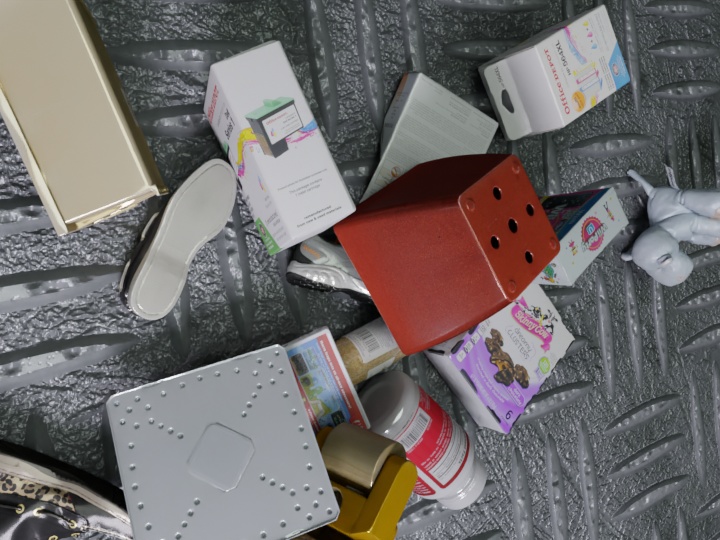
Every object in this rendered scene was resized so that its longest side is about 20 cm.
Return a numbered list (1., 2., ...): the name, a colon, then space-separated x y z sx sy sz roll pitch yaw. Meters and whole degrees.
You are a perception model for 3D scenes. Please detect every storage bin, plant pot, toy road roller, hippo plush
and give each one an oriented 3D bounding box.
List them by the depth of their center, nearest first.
1. storage bin: -0.273 -0.151 0.618 0.093 0.198 0.202 -23 102 -11
2. toy road roller: -0.010 0.296 0.735 0.201 0.122 0.146 -61 140 -22
3. plant pot: 0.124 -0.037 0.792 0.199 0.176 0.201 -37 102 -37
4. hippo plush: 0.564 -0.064 1.125 0.200 0.159 0.162 40 71 -25

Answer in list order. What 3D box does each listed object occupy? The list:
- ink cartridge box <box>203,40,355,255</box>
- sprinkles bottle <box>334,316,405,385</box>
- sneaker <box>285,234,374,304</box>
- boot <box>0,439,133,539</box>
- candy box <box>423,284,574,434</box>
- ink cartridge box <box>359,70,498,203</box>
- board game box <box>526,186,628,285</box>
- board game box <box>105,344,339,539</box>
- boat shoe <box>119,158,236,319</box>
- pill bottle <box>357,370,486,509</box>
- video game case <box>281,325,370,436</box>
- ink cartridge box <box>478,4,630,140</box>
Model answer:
1. ink cartridge box: -0.099 -0.132 0.725 0.083 0.145 0.201 -25 92 -18
2. sprinkles bottle: 0.029 0.099 0.866 0.199 0.068 0.069 -25 102 -27
3. sneaker: 0.000 0.000 0.848 0.199 0.074 0.080 18 76 -29
4. boot: -0.330 0.279 0.649 0.199 0.073 0.152 32 75 -18
5. candy box: 0.216 0.113 0.973 0.200 0.071 0.168 -46 111 -21
6. ink cartridge box: 0.096 -0.161 0.930 0.161 0.050 0.201 23 97 -29
7. board game box: 0.258 -0.047 0.922 0.147 0.199 0.065 -41 110 -24
8. board game box: -0.146 0.199 0.671 0.198 0.026 0.201 -16 66 -16
9. boat shoe: -0.211 -0.040 0.730 0.074 0.060 0.201 33 76 -40
10. pill bottle: 0.083 0.239 0.873 0.200 0.112 0.113 46 69 -23
11. video game case: -0.103 0.173 0.777 0.199 0.017 0.144 -24 103 -5
12. ink cartridge box: 0.292 -0.298 0.984 0.199 0.125 0.129 -36 107 -26
